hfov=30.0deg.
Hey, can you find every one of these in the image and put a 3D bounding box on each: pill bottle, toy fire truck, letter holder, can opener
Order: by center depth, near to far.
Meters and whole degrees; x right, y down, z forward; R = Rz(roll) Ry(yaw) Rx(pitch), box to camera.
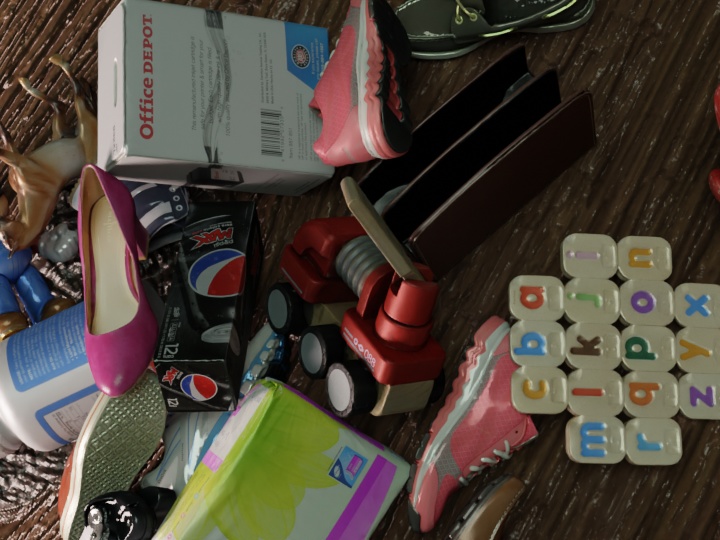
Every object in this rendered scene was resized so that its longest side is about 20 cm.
[{"bbox_3d":[0.000,0.000,1.113,0.176,0.129,0.200,50,133,42],"label":"toy fire truck"},{"bbox_3d":[-0.237,0.262,1.175,0.200,0.079,0.063,-48,47,21],"label":"can opener"},{"bbox_3d":[0.099,-0.105,1.181,0.200,0.142,0.101,-41,72,0],"label":"letter holder"},{"bbox_3d":[-0.265,0.095,1.219,0.200,0.112,0.112,-24,73,4],"label":"pill bottle"}]

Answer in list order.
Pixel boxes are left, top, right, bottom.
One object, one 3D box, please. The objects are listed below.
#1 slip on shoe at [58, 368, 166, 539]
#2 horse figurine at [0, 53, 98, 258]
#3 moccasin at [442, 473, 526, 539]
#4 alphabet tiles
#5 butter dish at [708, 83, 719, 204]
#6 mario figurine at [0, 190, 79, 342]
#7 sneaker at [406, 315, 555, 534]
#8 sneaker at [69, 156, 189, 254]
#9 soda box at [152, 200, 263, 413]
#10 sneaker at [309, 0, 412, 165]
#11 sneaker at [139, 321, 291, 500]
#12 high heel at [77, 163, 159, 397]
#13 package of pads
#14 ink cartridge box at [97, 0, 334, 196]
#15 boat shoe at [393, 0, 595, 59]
[{"bbox_3d":[-0.225,0.159,1.179,0.061,0.074,0.200,57,134,43],"label":"slip on shoe"},{"bbox_3d":[-0.297,-0.119,1.274,0.050,0.200,0.133,-19,110,41],"label":"horse figurine"},{"bbox_3d":[0.093,0.267,1.127,0.078,0.074,0.202,25,79,7],"label":"moccasin"},{"bbox_3d":[0.224,0.067,1.157,0.195,0.015,0.200,2,76,-7],"label":"alphabet tiles"},{"bbox_3d":[0.361,-0.101,1.125,0.148,0.199,0.200,-35,70,25],"label":"butter dish"},{"bbox_3d":[-0.346,-0.032,1.267,0.106,0.123,0.200,-36,76,14],"label":"mario figurine"},{"bbox_3d":[0.105,0.141,1.155,0.087,0.074,0.200,24,83,13],"label":"sneaker"},{"bbox_3d":[-0.172,-0.106,1.275,0.108,0.070,0.200,38,84,14],"label":"sneaker"},{"bbox_3d":[-0.130,0.028,1.183,0.063,0.071,0.200,-1,45,5],"label":"soda box"},{"bbox_3d":[-0.008,-0.175,1.191,0.087,0.074,0.200,-18,48,22],"label":"sneaker"},{"bbox_3d":[-0.136,0.128,1.209,0.087,0.075,0.200,26,82,22],"label":"sneaker"},{"bbox_3d":[-0.213,0.006,1.126,0.067,0.096,0.200,-11,49,16],"label":"high heel"},{"bbox_3d":[-0.074,0.208,1.144,0.154,0.068,0.200,34,83,-16],"label":"package of pads"},{"bbox_3d":[-0.132,-0.152,1.214,0.200,0.084,0.145,4,77,-28],"label":"ink cartridge box"},{"bbox_3d":[0.117,-0.248,1.256,0.201,0.060,0.072,-9,75,9],"label":"boat shoe"}]
